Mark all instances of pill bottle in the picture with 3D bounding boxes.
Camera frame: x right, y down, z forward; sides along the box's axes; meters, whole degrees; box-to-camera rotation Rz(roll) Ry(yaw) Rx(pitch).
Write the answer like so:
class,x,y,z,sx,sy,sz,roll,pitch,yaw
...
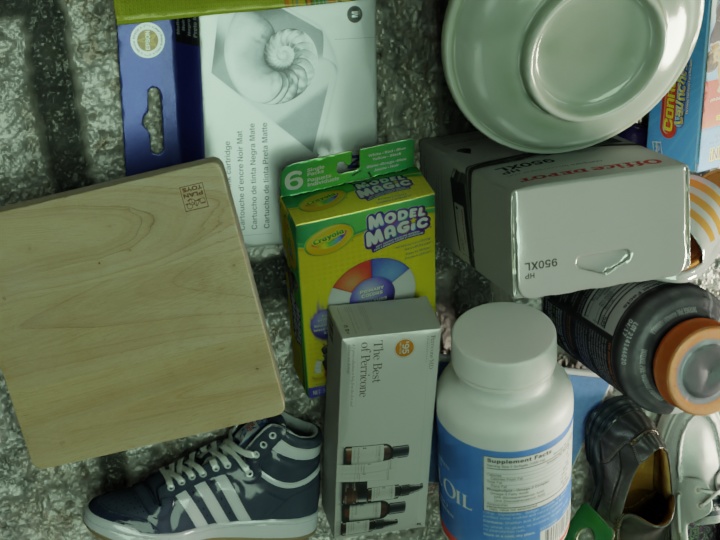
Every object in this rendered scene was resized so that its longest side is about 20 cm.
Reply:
class,x,y,z,sx,sy,sz,roll,pitch,yaw
pill bottle,0.115,0.130,1.134,0.111,0.112,0.202,-13,124,-13
pill bottle,0.233,0.051,1.148,0.105,0.200,0.108,-5,107,-16

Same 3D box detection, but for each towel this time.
class,x,y,z,sx,sy,sz,roll,pitch,yaw
towel,-0.085,-0.231,1.034,0.197,0.018,0.087,-8,80,-9

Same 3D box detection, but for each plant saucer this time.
class,x,y,z,sx,sy,sz,roll,pitch,yaw
plant saucer,0.156,-0.162,0.985,0.198,0.050,0.202,-8,125,-12

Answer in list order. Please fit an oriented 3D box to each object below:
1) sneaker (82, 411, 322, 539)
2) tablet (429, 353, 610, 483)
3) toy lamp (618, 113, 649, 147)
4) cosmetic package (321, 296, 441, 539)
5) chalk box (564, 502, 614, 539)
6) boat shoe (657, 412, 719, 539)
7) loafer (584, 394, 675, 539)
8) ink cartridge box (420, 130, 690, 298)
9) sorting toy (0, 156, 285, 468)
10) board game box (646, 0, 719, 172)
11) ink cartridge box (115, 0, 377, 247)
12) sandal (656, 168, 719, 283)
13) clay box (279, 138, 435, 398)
class,x,y,z,sx,sy,sz,roll,pitch,yaw
sneaker,-0.121,0.160,1.136,0.198,0.070,0.110,3,109,-25
tablet,0.111,0.131,1.211,0.198,0.014,0.131,7,119,-25
toy lamp,0.255,-0.170,1.174,0.058,0.058,0.202,12,98,-20
cosmetic package,0.015,0.121,1.130,0.081,0.051,0.202,-7,123,-14
chalk box,0.148,0.294,1.230,0.200,0.124,0.124,-45,113,0
boat shoe,0.309,0.213,1.287,0.071,0.069,0.203,-3,106,-16
loafer,0.246,0.209,1.254,0.072,0.072,0.202,-27,125,-13
ink cartridge box,0.145,-0.054,1.091,0.143,0.200,0.085,-10,108,-15
sorting toy,-0.174,0.026,1.064,0.197,0.070,0.201,-13,108,3
board game box,0.322,-0.197,1.143,0.198,0.056,0.198,-15,116,-35
ink cartridge box,-0.083,-0.118,1.088,0.197,0.041,0.202,-6,107,-15
sandal,0.270,-0.057,1.160,0.206,0.078,0.060,-39,133,-45
clay box,0.000,0.000,1.110,0.114,0.048,0.202,-14,130,-14
